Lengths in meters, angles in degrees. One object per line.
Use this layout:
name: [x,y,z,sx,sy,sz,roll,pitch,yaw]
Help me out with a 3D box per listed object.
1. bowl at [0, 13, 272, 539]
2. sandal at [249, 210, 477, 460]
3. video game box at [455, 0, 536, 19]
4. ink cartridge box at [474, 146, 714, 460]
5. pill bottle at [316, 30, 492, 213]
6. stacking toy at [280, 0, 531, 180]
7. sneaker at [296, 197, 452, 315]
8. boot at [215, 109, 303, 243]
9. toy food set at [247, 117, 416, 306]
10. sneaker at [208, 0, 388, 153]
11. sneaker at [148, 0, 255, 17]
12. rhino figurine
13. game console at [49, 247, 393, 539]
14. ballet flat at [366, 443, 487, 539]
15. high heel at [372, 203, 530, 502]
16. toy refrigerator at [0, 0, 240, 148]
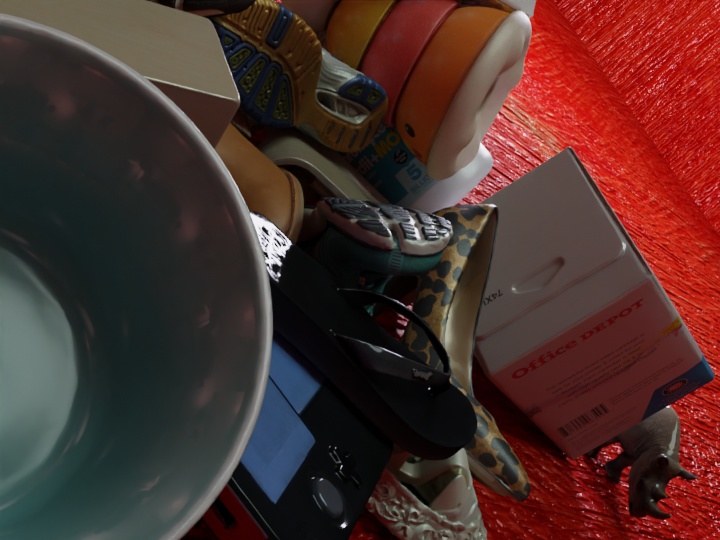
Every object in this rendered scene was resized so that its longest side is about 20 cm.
bowl: [-0.141,0.023,0.427,0.199,0.105,0.202,11,66,-26]
sandal: [0.006,0.038,0.658,0.200,0.043,0.076,41,22,-33]
video game box: [0.017,-0.249,0.996,0.181,0.047,0.199,23,-9,-35]
ink cartridge box: [0.174,0.033,1.006,0.200,0.146,0.147,44,18,-51]
pill bottle: [0.015,-0.133,1.063,0.200,0.111,0.111,49,21,-2]
stacking toy: [0.023,-0.177,0.969,0.199,0.147,0.146,31,18,10]
sneaker: [0.000,0.000,0.746,0.077,0.080,0.200,8,-5,-16]
boot: [-0.124,-0.080,0.754,0.154,0.074,0.200,31,17,-40]
toy food set: [-0.016,-0.036,0.931,0.200,0.060,0.144,43,10,-22]
sneaker: [-0.063,-0.143,0.870,0.088,0.076,0.200,35,3,32]
sneaker: [-0.148,-0.196,0.793,0.198,0.076,0.116,15,-6,9]
rhino figurine: [0.247,0.147,1.096,0.060,0.087,0.201,38,24,-26]
game console: [-0.062,0.041,0.589,0.201,0.031,0.177,54,23,-4]
ballet flat: [0.024,0.116,0.727,0.200,0.072,0.072,41,22,-25]
high heel: [0.082,0.044,0.806,0.200,0.142,0.072,47,-8,31]
toy refrigerator: [-0.171,-0.108,0.637,0.199,0.070,0.076,9,42,-34]
